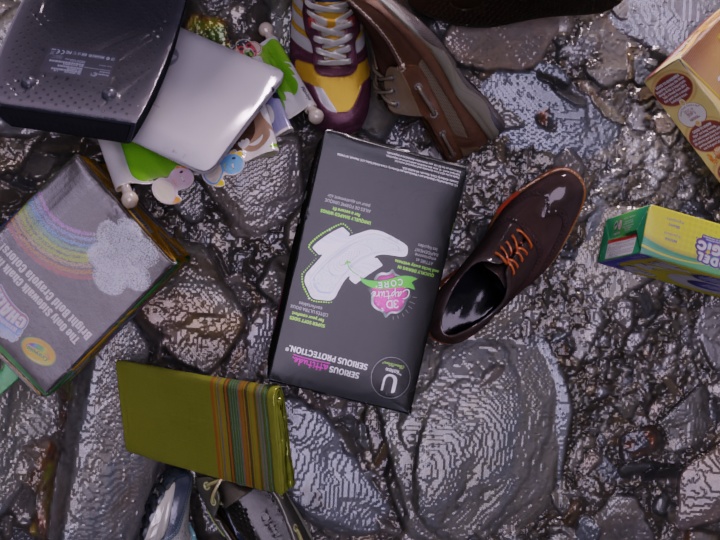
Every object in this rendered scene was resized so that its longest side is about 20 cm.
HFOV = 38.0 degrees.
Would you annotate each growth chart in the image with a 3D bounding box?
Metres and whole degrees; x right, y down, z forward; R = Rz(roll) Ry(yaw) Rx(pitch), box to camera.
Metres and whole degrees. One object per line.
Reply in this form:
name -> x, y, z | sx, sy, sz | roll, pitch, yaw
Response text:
growth chart -> -0.130, -0.130, 0.877 | 0.197, 0.018, 0.146 | -25, 60, -20

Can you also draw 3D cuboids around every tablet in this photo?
tablet -> -0.177, -0.163, 0.877 | 0.197, 0.014, 0.131 | 25, 57, 12

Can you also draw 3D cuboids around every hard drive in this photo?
hard drive -> -0.216, -0.189, 0.858 | 0.132, 0.043, 0.203 | 8, 54, 1

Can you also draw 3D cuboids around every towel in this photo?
towel -> -0.134, 0.127, 0.877 | 0.197, 0.018, 0.088 | 5, 102, 39

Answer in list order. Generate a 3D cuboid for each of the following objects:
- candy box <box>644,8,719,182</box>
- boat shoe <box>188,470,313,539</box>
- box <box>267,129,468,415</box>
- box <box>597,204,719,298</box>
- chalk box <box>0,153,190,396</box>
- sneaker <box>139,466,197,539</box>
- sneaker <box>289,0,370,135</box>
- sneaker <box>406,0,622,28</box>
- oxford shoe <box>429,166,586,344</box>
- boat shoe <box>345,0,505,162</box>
candy box -> 0.358, -0.130, 0.933 | 0.115, 0.055, 0.201 | -41, 95, -26
boat shoe -> -0.105, 0.197, 0.927 | 0.071, 0.060, 0.204 | -34, 93, 0
box -> 0.000, 0.000, 0.884 | 0.122, 0.149, 0.204 | 14, 91, -5
box -> 0.322, -0.005, 0.922 | 0.196, 0.117, 0.049 | 14, 85, -4
chalk box -> -0.258, 0.018, 0.882 | 0.200, 0.124, 0.125 | -43, 95, 0
sneaker -> -0.159, 0.271, 0.926 | 0.084, 0.078, 0.204 | 8, 102, -10
sneaker -> -0.030, -0.218, 0.904 | 0.073, 0.090, 0.205 | -9, 92, -3
sneaker -> 0.134, -0.271, 0.933 | 0.195, 0.073, 0.086 | -3, 72, -5
oxford shoe -> 0.135, -0.010, 0.931 | 0.071, 0.073, 0.201 | 40, 89, -3
boat shoe -> 0.046, -0.164, 0.893 | 0.072, 0.076, 0.200 | -42, 121, 8
